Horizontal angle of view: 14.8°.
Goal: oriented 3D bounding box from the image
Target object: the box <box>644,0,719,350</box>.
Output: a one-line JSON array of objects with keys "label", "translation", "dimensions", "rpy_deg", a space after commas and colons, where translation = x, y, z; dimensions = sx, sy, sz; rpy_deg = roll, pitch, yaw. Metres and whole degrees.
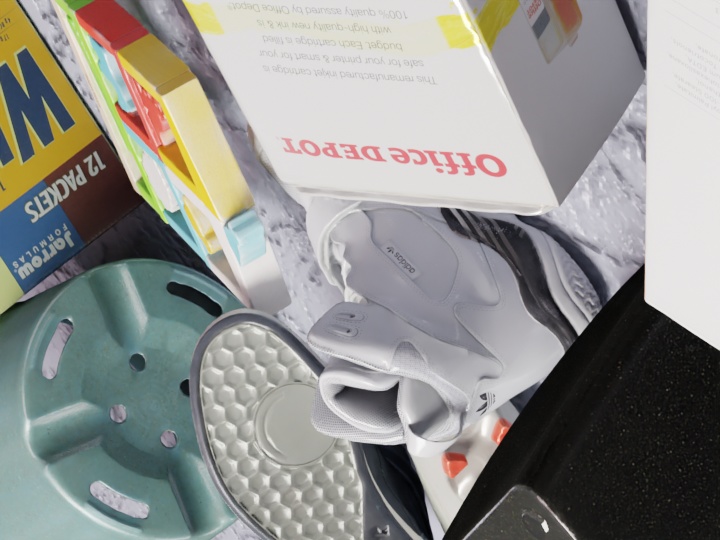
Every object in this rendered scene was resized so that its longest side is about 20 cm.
[{"label": "box", "translation": [0.164, -0.066, 0.865], "dimensions": [0.097, 0.124, 0.201], "rpy_deg": [34, 149, 30]}]

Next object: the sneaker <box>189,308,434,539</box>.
[{"label": "sneaker", "translation": [-0.025, 0.090, 1.352], "dimensions": [0.203, 0.077, 0.146], "rpy_deg": [60, -177, -19]}]

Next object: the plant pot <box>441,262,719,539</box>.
[{"label": "plant pot", "translation": [0.143, 0.097, 1.049], "dimensions": [0.200, 0.177, 0.200], "rpy_deg": [47, 152, 6]}]

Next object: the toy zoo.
[{"label": "toy zoo", "translation": [-0.088, -0.058, 1.318], "dimensions": [0.200, 0.020, 0.132], "rpy_deg": [43, 159, 56]}]

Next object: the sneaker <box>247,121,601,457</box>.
[{"label": "sneaker", "translation": [0.000, 0.000, 1.214], "dimensions": [0.200, 0.115, 0.075], "rpy_deg": [37, 150, 26]}]

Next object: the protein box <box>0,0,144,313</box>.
[{"label": "protein box", "translation": [-0.258, -0.073, 1.500], "dimensions": [0.200, 0.135, 0.198], "rpy_deg": [57, 152, -13]}]

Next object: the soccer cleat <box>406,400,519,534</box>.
[{"label": "soccer cleat", "translation": [0.068, 0.118, 1.328], "dimensions": [0.078, 0.069, 0.201], "rpy_deg": [56, 170, 51]}]

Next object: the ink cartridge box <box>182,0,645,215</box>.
[{"label": "ink cartridge box", "translation": [0.002, -0.125, 1.040], "dimensions": [0.145, 0.084, 0.200], "rpy_deg": [7, 138, 39]}]

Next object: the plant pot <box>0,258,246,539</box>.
[{"label": "plant pot", "translation": [-0.143, 0.090, 1.474], "dimensions": [0.201, 0.200, 0.196], "rpy_deg": [52, 149, -4]}]
